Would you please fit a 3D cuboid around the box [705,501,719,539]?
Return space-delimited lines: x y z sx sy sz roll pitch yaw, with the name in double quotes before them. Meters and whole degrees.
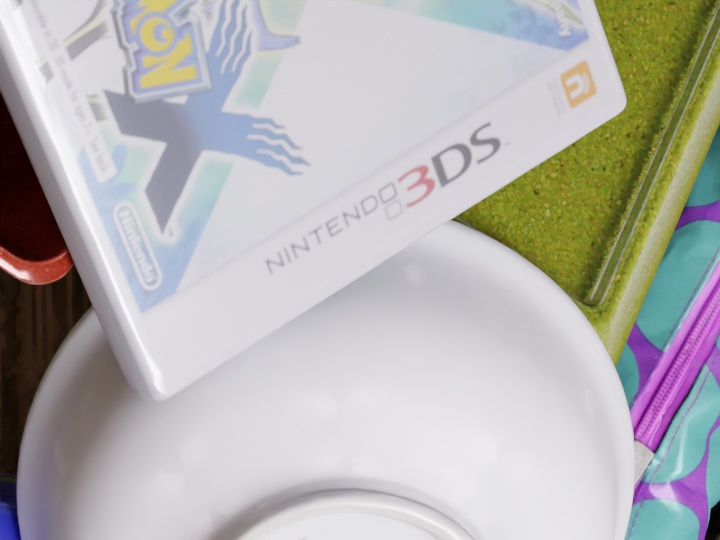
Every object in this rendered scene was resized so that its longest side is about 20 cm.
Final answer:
"box" 0.102 0.062 1.069 0.109 0.035 0.201 -12 104 -28

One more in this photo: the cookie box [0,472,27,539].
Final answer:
"cookie box" -0.110 0.174 0.940 0.170 0.075 0.201 11 93 -29

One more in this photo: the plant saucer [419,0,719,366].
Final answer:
"plant saucer" 0.040 -0.071 0.889 0.199 0.048 0.201 34 66 -20

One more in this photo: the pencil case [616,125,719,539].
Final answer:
"pencil case" 0.121 0.026 1.001 0.085 0.092 0.201 27 82 4

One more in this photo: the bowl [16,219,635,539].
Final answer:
"bowl" -0.007 0.088 0.841 0.200 0.091 0.202 -2 116 -5

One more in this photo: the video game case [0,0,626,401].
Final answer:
"video game case" -0.024 -0.093 0.774 0.182 0.022 0.201 -32 114 -24

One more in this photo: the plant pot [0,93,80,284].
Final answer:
"plant pot" -0.149 -0.141 0.804 0.200 0.176 0.201 36 80 -31
